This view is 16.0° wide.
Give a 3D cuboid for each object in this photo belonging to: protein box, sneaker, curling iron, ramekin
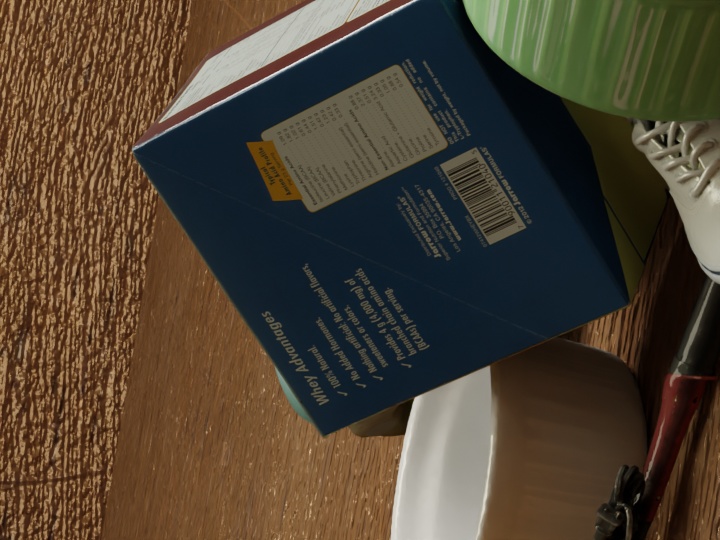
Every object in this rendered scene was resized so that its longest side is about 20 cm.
[{"bbox_3d":[0.025,-0.052,1.385,0.200,0.199,0.135,-25,18,28],"label":"protein box"},{"bbox_3d":[0.170,-0.054,1.284,0.073,0.071,0.200,-52,22,17],"label":"sneaker"},{"bbox_3d":[0.168,0.060,1.328,0.200,0.026,0.050,-68,-17,10],"label":"curling iron"},{"bbox_3d":[0.143,-0.162,1.260,0.200,0.200,0.098,-94,12,-49],"label":"ramekin"},{"bbox_3d":[0.090,0.129,1.470,0.200,0.098,0.201,-170,90,-78],"label":"ramekin"}]

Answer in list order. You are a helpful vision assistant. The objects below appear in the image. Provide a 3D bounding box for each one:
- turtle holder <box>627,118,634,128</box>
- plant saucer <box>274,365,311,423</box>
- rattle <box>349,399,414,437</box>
[{"bbox_3d":[0.096,-0.128,1.467,0.141,0.185,0.132,0,93,54],"label":"turtle holder"},{"bbox_3d":[0.000,0.000,1.614,0.200,0.036,0.200,-37,39,36],"label":"plant saucer"},{"bbox_3d":[0.089,0.083,1.589,0.200,0.130,0.143,-36,50,34],"label":"rattle"}]
